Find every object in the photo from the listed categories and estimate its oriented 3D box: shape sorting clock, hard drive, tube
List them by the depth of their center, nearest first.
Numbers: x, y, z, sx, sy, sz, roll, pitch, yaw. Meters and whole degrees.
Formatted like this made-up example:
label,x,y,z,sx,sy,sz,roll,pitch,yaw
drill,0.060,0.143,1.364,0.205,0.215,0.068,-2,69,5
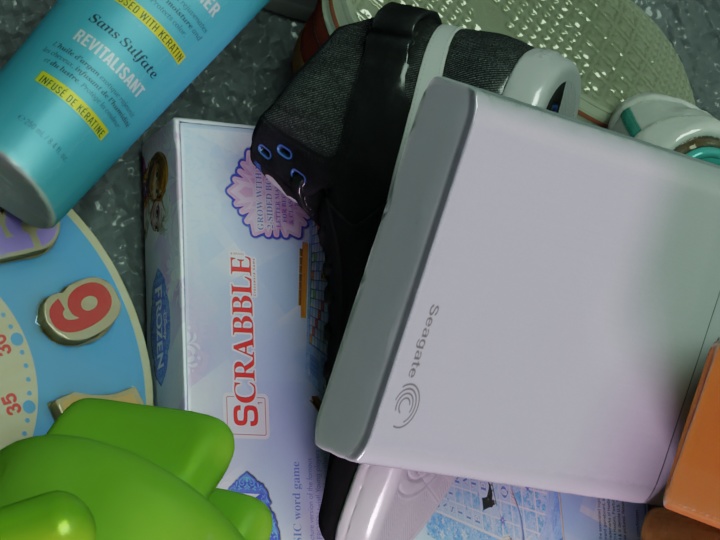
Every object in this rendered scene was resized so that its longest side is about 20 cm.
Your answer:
label,x,y,z,sx,sy,sz,roll,pitch,yaw
shape sorting clock,-0.166,0.041,1.054,0.199,0.039,0.202,7,73,-23
hard drive,0.072,0.013,1.055,0.199,0.027,0.133,13,97,-51
tube,-0.073,-0.104,1.092,0.077,0.050,0.200,44,68,-15

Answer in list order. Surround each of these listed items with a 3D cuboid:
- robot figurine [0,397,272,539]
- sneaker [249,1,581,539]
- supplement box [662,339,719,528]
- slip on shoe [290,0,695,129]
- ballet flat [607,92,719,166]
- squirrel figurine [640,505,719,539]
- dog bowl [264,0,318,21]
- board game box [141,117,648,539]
label,x,y,z,sx,sy,sz,roll,pitch,yaw
robot figurine,-0.105,0.137,0.976,0.201,0.115,0.176,-59,143,-35
sneaker,0.000,0.000,1.086,0.111,0.073,0.201,21,92,22
supplement box,0.162,0.064,1.105,0.066,0.200,0.069,19,95,11
slip on shoe,0.056,-0.083,1.184,0.199,0.061,0.075,5,62,-37
ballet flat,0.171,-0.019,1.204,0.200,0.069,0.070,32,62,-40
squirrel figurine,0.185,0.202,1.105,0.199,0.141,0.188,12,91,-33
dog bowl,-0.006,-0.203,1.188,0.199,0.059,0.202,7,73,-23
board game box,0.015,0.049,1.134,0.198,0.041,0.202,5,74,-24
